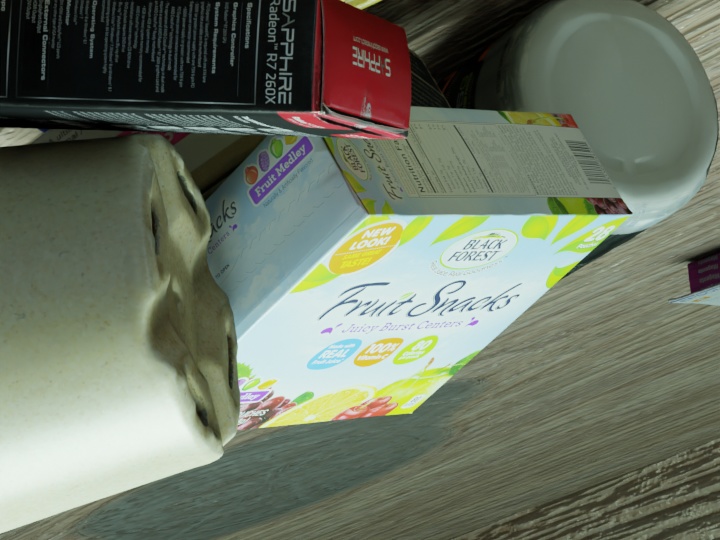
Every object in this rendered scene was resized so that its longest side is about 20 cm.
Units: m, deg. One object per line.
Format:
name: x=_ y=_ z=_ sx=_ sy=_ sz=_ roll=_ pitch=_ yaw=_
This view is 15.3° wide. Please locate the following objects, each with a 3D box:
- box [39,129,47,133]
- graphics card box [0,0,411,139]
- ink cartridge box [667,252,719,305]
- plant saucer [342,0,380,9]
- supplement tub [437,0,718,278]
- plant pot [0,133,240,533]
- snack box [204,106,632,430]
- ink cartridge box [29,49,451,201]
box: x=-0.082 y=-0.060 z=1.368 sx=0.121 sy=0.032 sz=0.200 roll=-17 pitch=167 yaw=8
graphics card box: x=-0.091 y=-0.080 z=1.036 sx=0.200 sy=0.051 sz=0.125 roll=1 pitch=179 yaw=16
ink cartridge box: x=0.367 y=-0.017 z=2.128 sx=0.196 sy=0.043 sz=0.200 roll=-21 pitch=165 yaw=31
plant saucer: x=0.000 y=-0.148 z=1.019 sx=0.200 sy=0.049 sz=0.200 roll=-21 pitch=167 yaw=30
supplement tub: x=0.085 y=-0.054 z=1.383 sx=0.122 sy=0.123 sz=0.200 roll=-8 pitch=166 yaw=-30
plant pot: x=-0.152 y=0.026 z=1.075 sx=0.183 sy=0.201 sz=0.200 roll=-12 pitch=169 yaw=9
snack box: x=0.000 y=0.000 z=1.209 sx=0.169 sy=0.068 sz=0.200 roll=-43 pitch=157 yaw=30
ink cartridge box: x=-0.065 y=-0.038 z=1.237 sx=0.200 sy=0.075 sz=0.165 roll=-34 pitch=157 yaw=13
